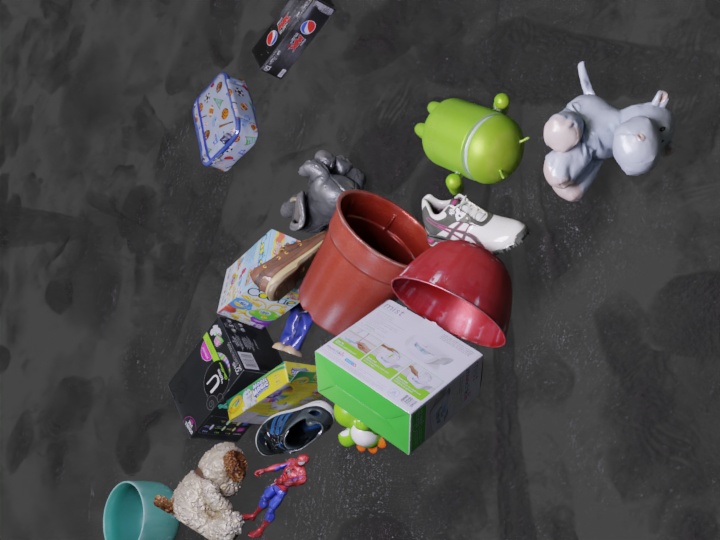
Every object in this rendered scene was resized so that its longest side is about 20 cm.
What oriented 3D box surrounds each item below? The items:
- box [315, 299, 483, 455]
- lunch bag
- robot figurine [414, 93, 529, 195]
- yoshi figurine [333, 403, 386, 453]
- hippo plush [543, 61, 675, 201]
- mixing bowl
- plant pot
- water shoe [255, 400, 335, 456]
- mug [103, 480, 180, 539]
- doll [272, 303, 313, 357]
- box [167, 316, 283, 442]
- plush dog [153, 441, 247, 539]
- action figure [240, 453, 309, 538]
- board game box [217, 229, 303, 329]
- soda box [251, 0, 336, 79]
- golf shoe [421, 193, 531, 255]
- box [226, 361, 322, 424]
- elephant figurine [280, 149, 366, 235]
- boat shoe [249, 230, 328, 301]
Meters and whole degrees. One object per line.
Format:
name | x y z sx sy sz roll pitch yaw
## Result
box | 0.060 0.158 1.427 0.200 0.176 0.097 29 136 33
lunch bag | -0.306 -0.325 2.026 0.160 0.075 0.200 -35 56 35
robot figurine | 0.182 -0.212 1.486 0.200 0.116 0.176 31 89 44
yoshi figurine | 0.025 0.235 1.531 0.200 0.112 0.112 -30 52 38
hippo plush | 0.367 -0.180 1.310 0.160 0.160 0.200 10 43 28
mixing bowl | 0.158 0.022 1.414 0.200 0.200 0.109 13 67 45
plant pot | 0.000 0.000 1.565 0.195 0.200 0.201 -56 47 28
water shoe | -0.134 0.298 1.668 0.200 0.079 0.072 -34 97 33
mug | -0.458 0.527 1.912 0.185 0.114 0.152 -39 55 31
doll | -0.103 0.063 1.738 0.136 0.048 0.201 9 79 55
box | -0.262 0.218 1.797 0.200 0.124 0.149 -51 49 23
plush dog | -0.285 0.406 1.736 0.172 0.160 0.200 -59 16 -15
action figure | -0.171 0.408 1.680 0.200 0.099 0.065 -52 49 18
board game box | -0.178 0.021 1.737 0.200 0.103 0.105 -35 39 51
soda box | -0.143 -0.506 1.921 0.200 0.063 0.071 -45 51 25
golf shoe | 0.176 -0.074 1.461 0.200 0.088 0.077 6 40 43
box | -0.142 0.224 1.685 0.200 0.117 0.048 -33 58 33
elephant figurine | -0.079 -0.115 1.728 0.141 0.155 0.200 36 123 -1
boat shoe | -0.115 -0.023 1.621 0.067 0.200 0.072 35 137 17
